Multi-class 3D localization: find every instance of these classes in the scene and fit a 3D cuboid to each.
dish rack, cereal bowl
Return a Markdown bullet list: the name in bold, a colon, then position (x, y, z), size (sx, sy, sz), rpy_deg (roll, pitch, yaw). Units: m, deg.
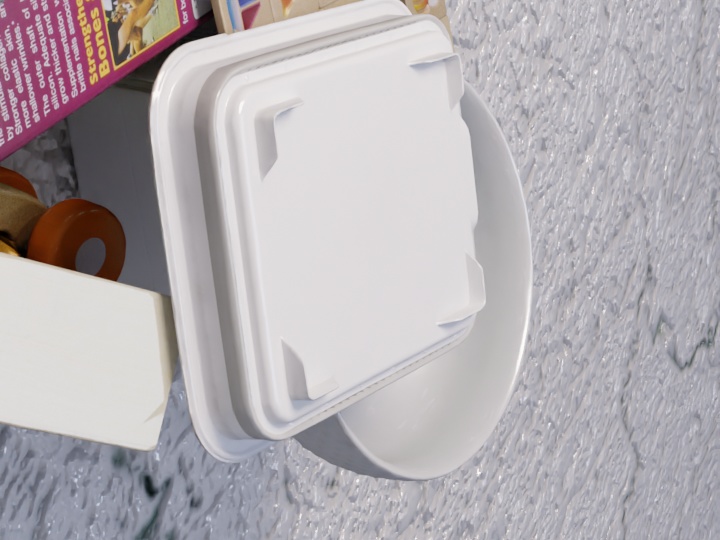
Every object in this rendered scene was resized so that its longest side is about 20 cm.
- **dish rack**: position (-0.005, -0.023, 0.852), size (0.200, 0.043, 0.173), rpy_deg (-25, 111, -54)
- **cereal bowl**: position (0.000, 0.000, 0.972), size (0.199, 0.083, 0.202), rpy_deg (5, 84, -55)

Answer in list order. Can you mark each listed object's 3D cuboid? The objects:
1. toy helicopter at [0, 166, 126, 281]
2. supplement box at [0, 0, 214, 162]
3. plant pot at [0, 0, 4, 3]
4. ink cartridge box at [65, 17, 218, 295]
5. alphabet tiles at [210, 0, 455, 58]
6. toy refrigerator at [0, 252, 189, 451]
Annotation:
- **toy helicopter**: position (-0.197, 0.011, 0.832), size (0.199, 0.079, 0.133), rpy_deg (19, 91, -52)
- **supplement box**: position (-0.148, -0.131, 0.771), size (0.200, 0.102, 0.132), rpy_deg (-43, 132, -51)
- **plant pot**: position (-0.209, -0.168, 0.556), size (0.195, 0.201, 0.196), rpy_deg (-34, 150, 8)
- **ink cartridge box**: position (-0.059, -0.078, 1.033), size (0.200, 0.083, 0.146), rpy_deg (-47, 138, -47)
- **alphabet tiles**: position (-0.018, -0.151, 0.870), size (0.167, 0.007, 0.202), rpy_deg (-37, 121, -49)
- **toy refrigerator**: position (-0.169, 0.014, 0.763), size (0.199, 0.076, 0.071), rpy_deg (15, 87, -40)
